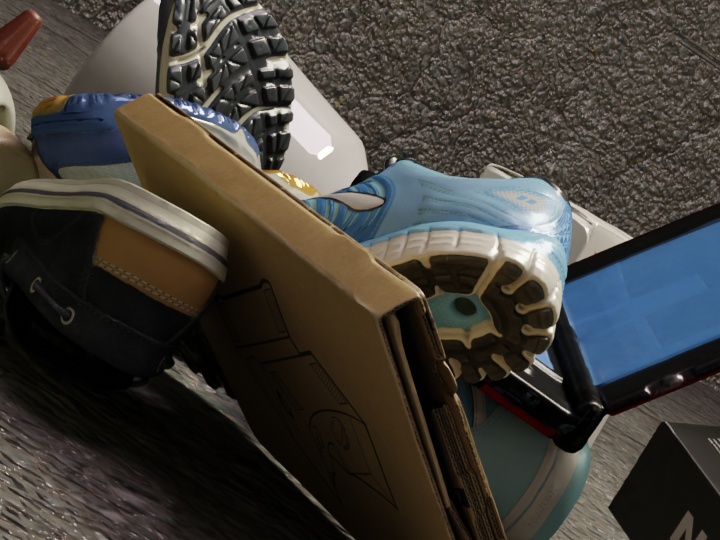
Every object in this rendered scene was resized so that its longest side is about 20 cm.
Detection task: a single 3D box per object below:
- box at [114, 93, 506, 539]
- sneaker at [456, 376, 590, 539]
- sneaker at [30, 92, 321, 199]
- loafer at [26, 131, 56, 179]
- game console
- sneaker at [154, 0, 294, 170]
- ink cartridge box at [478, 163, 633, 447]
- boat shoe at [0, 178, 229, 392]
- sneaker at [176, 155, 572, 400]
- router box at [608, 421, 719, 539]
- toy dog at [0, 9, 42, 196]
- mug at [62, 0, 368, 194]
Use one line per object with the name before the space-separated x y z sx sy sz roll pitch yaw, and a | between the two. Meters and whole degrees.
box | -0.013 0.038 0.787 0.200 0.021 0.164 37 -28 53
sneaker | 0.027 0.051 1.065 0.130 0.080 0.200 32 4 -17
sneaker | -0.075 -0.014 0.984 0.075 0.089 0.200 1 -17 32
loafer | -0.130 -0.043 1.084 0.076 0.068 0.200 31 5 -12
game console | 0.095 -0.011 1.027 0.172 0.119 0.200 35 12 -11
sneaker | -0.082 -0.059 1.118 0.086 0.077 0.201 27 -44 41
ink cartridge box | 0.106 0.031 1.353 0.082 0.147 0.200 32 4 25
boat shoe | -0.101 0.008 0.813 0.074 0.063 0.200 28 -9 -17
sneaker | 0.000 0.000 0.906 0.198 0.090 0.079 -2 -53 29
router box | 0.213 0.148 0.898 0.156 0.052 0.200 9 33 -35
toy dog | -0.203 -0.090 0.919 0.131 0.097 0.200 33 5 26
mug | -0.071 -0.066 1.300 0.153 0.150 0.186 41 13 13
